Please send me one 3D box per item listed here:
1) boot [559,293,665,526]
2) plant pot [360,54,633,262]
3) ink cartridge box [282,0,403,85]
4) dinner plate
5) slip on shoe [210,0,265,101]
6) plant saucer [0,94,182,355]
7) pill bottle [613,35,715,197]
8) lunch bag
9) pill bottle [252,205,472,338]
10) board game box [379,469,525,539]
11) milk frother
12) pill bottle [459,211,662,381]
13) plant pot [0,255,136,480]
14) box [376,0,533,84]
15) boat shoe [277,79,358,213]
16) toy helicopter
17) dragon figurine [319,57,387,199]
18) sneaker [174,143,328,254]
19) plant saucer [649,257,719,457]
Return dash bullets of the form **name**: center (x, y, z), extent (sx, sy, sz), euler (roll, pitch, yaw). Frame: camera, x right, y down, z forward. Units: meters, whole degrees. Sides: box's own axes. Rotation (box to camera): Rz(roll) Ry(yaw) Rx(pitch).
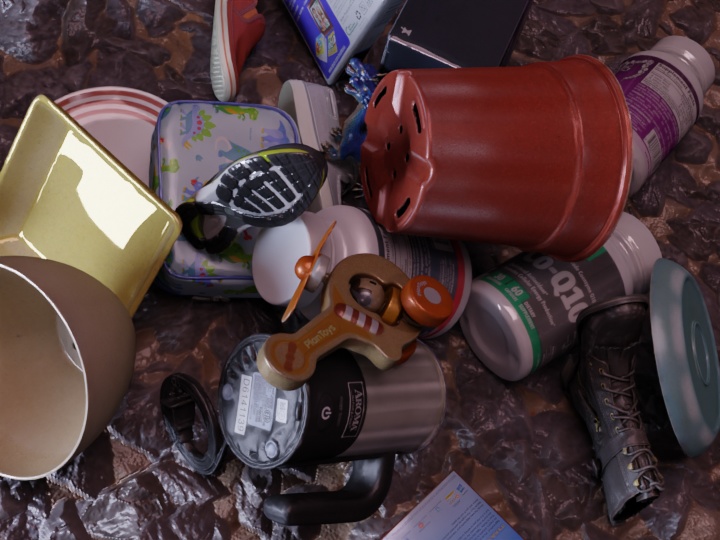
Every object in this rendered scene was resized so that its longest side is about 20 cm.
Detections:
- **boot**: center (0.254, 0.135, 1.132), extent (0.069, 0.200, 0.174), euler (-7, 56, -9)
- **plant pot**: center (0.115, -0.108, 1.111), extent (0.195, 0.201, 0.201), euler (0, 61, -23)
- **ink cartridge box**: center (-0.039, -0.336, 1.308), extent (0.043, 0.198, 0.200), euler (-27, 83, -25)
- **dinner plate**: center (-0.266, -0.110, 1.268), extent (0.200, 0.024, 0.200), euler (4, 60, -7)
- **slip on shoe**: center (-0.139, -0.277, 1.359), extent (0.061, 0.074, 0.200), euler (8, 56, -9)
- **plant saucer**: center (-0.269, -0.038, 1.156), extent (0.200, 0.200, 0.048), euler (42, 29, 13)
- **pill bottle**: center (0.322, -0.181, 1.361), extent (0.112, 0.112, 0.200), euler (38, 61, 11)
- **lunch bag**: center (-0.134, -0.070, 1.217), extent (0.161, 0.082, 0.200), euler (0, 73, -17)
- **pill bottle**: center (0.000, 0.000, 1.155), extent (0.200, 0.120, 0.120), euler (9, 55, -40)
- **board game box**: center (0.055, 0.287, 1.108), extent (0.103, 0.019, 0.200), euler (43, 63, 16)
- **milk frother**: center (-0.061, 0.127, 1.119), extent (0.188, 0.181, 0.200), euler (5, 20, -47)
- **pill bottle**: center (0.208, 0.021, 1.229), extent (0.200, 0.113, 0.113), euler (-29, 70, -23)
- **plant pot**: center (-0.283, 0.073, 1.087), extent (0.200, 0.200, 0.134), euler (42, 30, 13)
- **box**: center (0.099, -0.237, 1.303), extent (0.123, 0.198, 0.200), euler (24, 61, 4)
- **boat shoe**: center (-0.037, -0.118, 1.286), extent (0.071, 0.070, 0.201), euler (-2, 67, -24)
- **toy helicopter**: center (-0.023, 0.037, 1.007), extent (0.132, 0.079, 0.200), euler (48, 41, 8)
- **dragon figurine**: center (0.028, -0.124, 1.240), extent (0.200, 0.099, 0.059), euler (52, 41, -17)
- **sneaker**: center (-0.095, -0.081, 1.088), extent (0.074, 0.200, 0.081), euler (49, 52, -20)
- **plant saucer**: center (0.327, 0.084, 1.179), extent (0.027, 0.200, 0.200), euler (-10, 57, 25)
